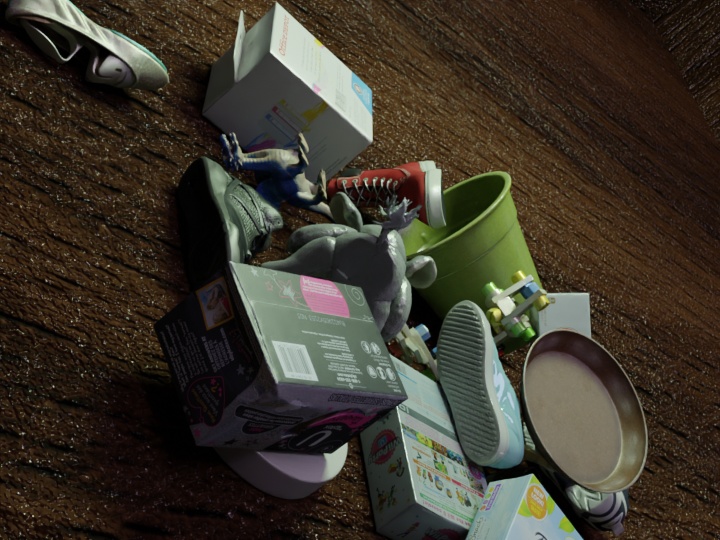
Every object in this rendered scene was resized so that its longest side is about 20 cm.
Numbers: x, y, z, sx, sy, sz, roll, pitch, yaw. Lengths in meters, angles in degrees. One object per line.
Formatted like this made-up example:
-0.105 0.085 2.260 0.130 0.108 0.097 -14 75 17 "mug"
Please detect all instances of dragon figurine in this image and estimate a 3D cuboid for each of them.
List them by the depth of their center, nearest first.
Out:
-0.093 -0.095 1.651 0.059 0.098 0.201 -96 160 -51 "dragon figurine"

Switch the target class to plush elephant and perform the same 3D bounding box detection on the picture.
0.000 0.000 1.586 0.164 0.200 0.155 41 3 6 "plush elephant"

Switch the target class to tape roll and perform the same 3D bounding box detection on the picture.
-0.093 0.129 1.389 0.202 0.037 0.204 39 29 -27 "tape roll"

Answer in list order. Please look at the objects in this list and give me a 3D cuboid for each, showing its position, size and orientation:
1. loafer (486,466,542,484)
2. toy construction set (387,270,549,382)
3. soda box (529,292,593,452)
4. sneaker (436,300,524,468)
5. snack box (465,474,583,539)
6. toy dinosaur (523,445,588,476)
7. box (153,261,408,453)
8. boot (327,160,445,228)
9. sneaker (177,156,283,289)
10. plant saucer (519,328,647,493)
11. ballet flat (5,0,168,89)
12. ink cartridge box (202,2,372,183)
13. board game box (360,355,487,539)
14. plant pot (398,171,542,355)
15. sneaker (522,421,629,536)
0.183 0.297 1.596 0.073 0.071 0.201 36 30 -30 "loafer"
0.131 0.079 1.692 0.131 0.198 0.093 84 -14 -72 "toy construction set"
0.249 0.131 1.732 0.064 0.067 0.203 128 -40 -83 "soda box"
0.141 0.135 1.598 0.082 0.073 0.202 28 47 -48 "sneaker"
0.183 0.344 1.457 0.201 0.067 0.169 54 43 -21 "snack box"
0.172 0.209 1.688 0.198 0.061 0.106 20 24 0 "toy dinosaur"
-0.072 0.088 1.303 0.199 0.114 0.133 12 48 -52 "box"
0.032 -0.093 1.762 0.200 0.142 0.073 -110 -164 -76 "boot"
-0.128 -0.029 1.487 0.114 0.076 0.201 26 30 -32 "sneaker"
0.254 0.167 1.636 0.199 0.034 0.202 22 53 -31 "plant saucer"
-0.298 -0.238 1.509 0.199 0.067 0.063 33 59 -28 "ballet flat"
-0.096 -0.215 1.723 0.200 0.125 0.129 40 28 -24 "ink cartridge box"
0.070 0.209 1.530 0.147 0.064 0.201 32 31 -36 "board game box"
0.153 0.006 1.816 0.191 0.199 0.200 57 23 -16 "plant pot"
0.287 0.265 1.819 0.199 0.079 0.130 50 -4 47 "sneaker"
